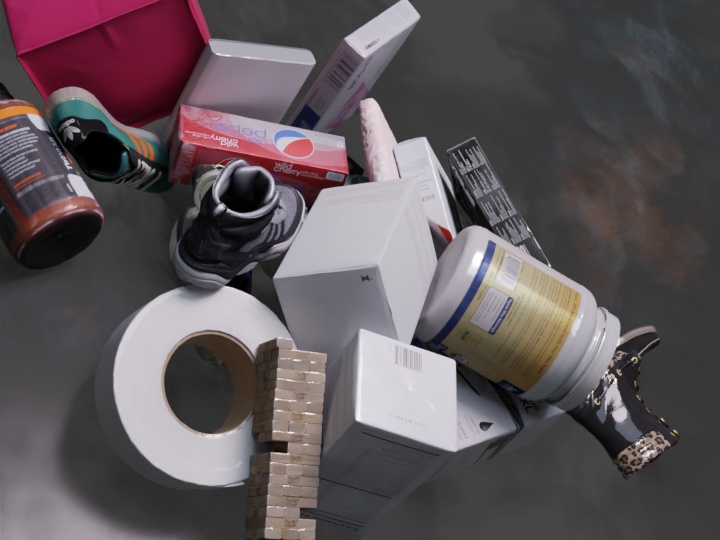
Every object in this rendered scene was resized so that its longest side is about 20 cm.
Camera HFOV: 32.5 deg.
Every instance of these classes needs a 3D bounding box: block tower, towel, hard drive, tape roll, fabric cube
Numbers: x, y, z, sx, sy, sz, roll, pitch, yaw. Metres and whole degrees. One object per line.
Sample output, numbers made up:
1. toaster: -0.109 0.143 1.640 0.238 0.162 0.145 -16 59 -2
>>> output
1. block tower: -0.072 0.169 1.197 0.058 0.054 0.201 9 75 -26
2. towel: 0.046 -0.082 1.530 0.032 0.191 0.201 -17 56 10
3. hard drive: -0.152 -0.187 1.448 0.131 0.200 0.027 0 56 -33
4. tape roll: -0.159 0.118 1.235 0.202 0.071 0.203 7 75 -27
5. fabric cube: -0.285 -0.296 1.405 0.199 0.196 0.200 -21 61 -2

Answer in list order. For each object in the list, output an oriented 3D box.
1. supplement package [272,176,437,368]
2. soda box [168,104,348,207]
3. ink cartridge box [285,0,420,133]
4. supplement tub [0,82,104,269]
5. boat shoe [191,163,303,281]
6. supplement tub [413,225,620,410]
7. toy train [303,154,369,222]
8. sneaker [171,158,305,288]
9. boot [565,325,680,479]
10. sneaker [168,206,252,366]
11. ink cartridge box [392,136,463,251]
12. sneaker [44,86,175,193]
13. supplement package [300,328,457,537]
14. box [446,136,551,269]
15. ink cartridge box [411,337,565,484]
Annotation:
1. supplement package: 0.000 0.000 1.317 0.117 0.117 0.200 -6 28 18
2. soda box: -0.118 -0.129 1.419 0.199 0.064 0.070 10 44 -17
3. ink cartridge box: -0.002 -0.257 1.606 0.043 0.196 0.200 44 45 4
4. supplement tub: -0.363 -0.107 1.314 0.107 0.107 0.200 -19 68 -41
5. boat shoe: -0.109 -0.050 1.390 0.201 0.072 0.061 42 7 -28
6. supplement tub: 0.172 0.056 1.375 0.200 0.145 0.145 30 44 -7
7. toy train: -0.067 -0.085 1.513 0.200 0.085 0.114 -26 59 -41
8. sneaker: -0.103 -0.063 1.248 0.075 0.114 0.200 39 38 9
9. boot: 0.346 0.165 1.571 0.200 0.073 0.151 -25 70 -39
10. sneaker: -0.154 0.002 1.375 0.077 0.085 0.201 -1 55 -33
11. ink cartridge box: 0.100 -0.046 1.549 0.160 0.047 0.201 50 27 -66
12. sneaker: -0.269 -0.122 1.370 0.200 0.071 0.080 35 26 -53
13. supplement package: 0.001 0.169 1.253 0.113 0.200 0.110 20 47 -19
14. box: 0.177 -0.040 1.558 0.047 0.193 0.200 -27 67 0
15. ink cartridge box: 0.119 0.145 1.433 0.199 0.084 0.145 -12 62 -39
